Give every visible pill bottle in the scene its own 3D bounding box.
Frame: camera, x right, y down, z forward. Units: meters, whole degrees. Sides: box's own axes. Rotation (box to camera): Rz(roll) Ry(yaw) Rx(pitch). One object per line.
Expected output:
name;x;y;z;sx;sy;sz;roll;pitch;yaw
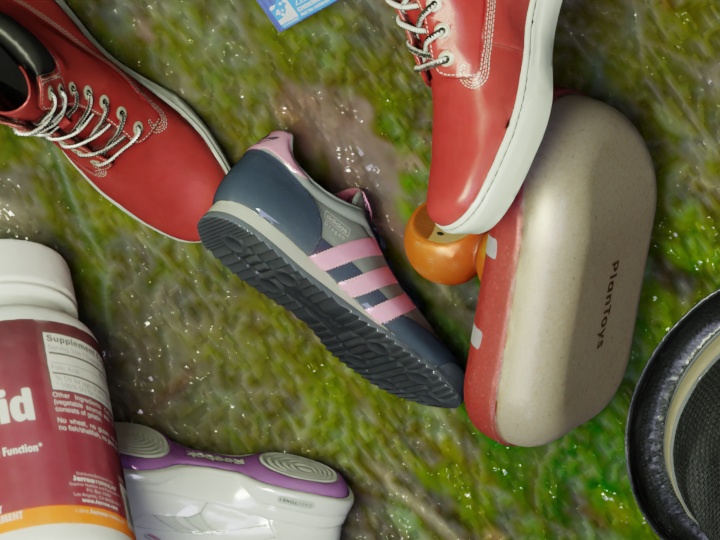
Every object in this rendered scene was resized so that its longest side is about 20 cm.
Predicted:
pill bottle;-0.193;0.090;1.450;0.114;0.200;0.114;-11;150;-6

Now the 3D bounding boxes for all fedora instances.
fedora;0.246;0.103;1.496;0.200;0.092;0.201;1;108;3

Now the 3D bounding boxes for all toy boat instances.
toy boat;0.084;-0.009;1.467;0.131;0.130;0.200;18;111;27

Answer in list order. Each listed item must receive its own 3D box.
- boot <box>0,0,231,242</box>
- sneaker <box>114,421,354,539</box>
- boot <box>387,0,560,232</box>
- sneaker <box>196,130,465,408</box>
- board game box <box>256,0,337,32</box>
boot;-0.149;-0.075;1.428;0.072;0.144;0.200;-43;103;13
sneaker;-0.109;0.148;1.537;0.200;0.075;0.100;12;108;-2
boot;0.029;-0.127;1.344;0.144;0.072;0.200;17;77;-29
sneaker;0.000;0.000;1.490;0.070;0.082;0.200;-8;138;49
board game box;-0.007;-0.245;1.373;0.200;0.041;0.200;-28;133;11
